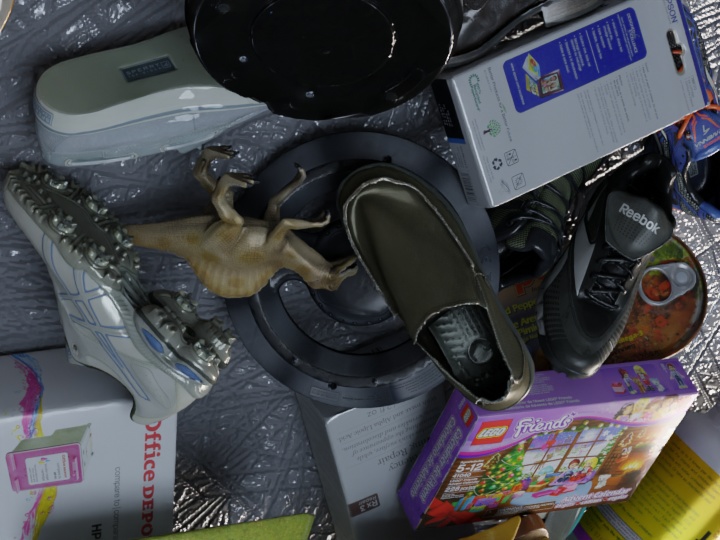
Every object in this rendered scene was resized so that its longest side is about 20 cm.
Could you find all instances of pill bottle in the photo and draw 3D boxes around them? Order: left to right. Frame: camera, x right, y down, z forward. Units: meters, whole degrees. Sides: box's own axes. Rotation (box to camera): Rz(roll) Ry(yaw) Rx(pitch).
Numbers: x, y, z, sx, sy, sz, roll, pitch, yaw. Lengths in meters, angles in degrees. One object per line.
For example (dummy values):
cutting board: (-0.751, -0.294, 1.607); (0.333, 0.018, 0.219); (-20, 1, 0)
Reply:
pill bottle: (0.269, 0.190, 1.661); (0.200, 0.104, 0.104); (-48, 125, 6)

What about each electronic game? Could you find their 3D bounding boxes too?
electronic game: (0.000, 0.000, 1.425); (0.200, 0.042, 0.200); (0, 98, 2)

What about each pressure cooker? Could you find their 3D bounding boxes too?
pressure cooker: (-0.023, -0.219, 1.250); (0.178, 0.200, 0.176); (17, 140, -21)

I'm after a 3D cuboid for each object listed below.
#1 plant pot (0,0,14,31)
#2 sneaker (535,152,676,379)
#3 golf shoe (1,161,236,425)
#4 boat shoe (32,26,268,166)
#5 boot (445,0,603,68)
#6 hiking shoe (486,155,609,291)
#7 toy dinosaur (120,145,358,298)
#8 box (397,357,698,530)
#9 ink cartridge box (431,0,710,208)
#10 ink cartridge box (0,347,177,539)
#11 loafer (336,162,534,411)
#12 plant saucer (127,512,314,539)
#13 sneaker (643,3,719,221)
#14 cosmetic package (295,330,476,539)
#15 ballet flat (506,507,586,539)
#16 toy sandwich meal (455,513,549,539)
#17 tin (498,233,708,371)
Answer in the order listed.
plant pot: (-0.278, -0.196, 1.146); (0.200, 0.183, 0.200); (-11, 121, -20)
sneaker: (0.185, -0.013, 1.461); (0.066, 0.200, 0.091); (30, 144, -6)
golf shoe: (-0.183, 0.021, 1.339); (0.200, 0.078, 0.097); (48, 115, 3)
boat shoe: (-0.126, -0.115, 1.342); (0.201, 0.070, 0.072); (-14, 145, -23)
boot: (0.078, -0.243, 1.369); (0.200, 0.069, 0.174); (-23, 118, -17)
hiking shoe: (0.131, -0.041, 1.472); (0.200, 0.101, 0.076); (-47, 128, 6)
toy dinosaur: (-0.095, -0.028, 1.359); (0.200, 0.058, 0.101); (9, 116, -6)
box: (0.141, 0.131, 1.502); (0.200, 0.039, 0.137); (-4, 138, -29)
ink cartridge box: (0.150, -0.126, 1.414); (0.200, 0.039, 0.100); (-24, 105, -22)
ink cartridge box: (-0.234, 0.139, 1.410); (0.200, 0.085, 0.145); (-8, 120, -23)
loafer: (0.055, 0.012, 1.368); (0.075, 0.070, 0.200); (-37, 95, 7)
plant saucer: (-0.150, 0.239, 1.448); (0.200, 0.048, 0.200); (-6, 160, -26)
sneaker: (0.248, -0.120, 1.498); (0.075, 0.078, 0.200); (-31, 125, -8)
cosmetic package: (0.023, 0.157, 1.548); (0.102, 0.074, 0.200); (-24, 123, -12)
ballet flat: (0.137, 0.210, 1.635); (0.064, 0.067, 0.200); (14, 110, -24)
toy sandwich meal: (0.065, 0.248, 1.527); (0.205, 0.070, 0.205); (-13, 147, -9)
tin: (0.171, 0.033, 1.536); (0.200, 0.042, 0.112); (-18, 84, -14)
